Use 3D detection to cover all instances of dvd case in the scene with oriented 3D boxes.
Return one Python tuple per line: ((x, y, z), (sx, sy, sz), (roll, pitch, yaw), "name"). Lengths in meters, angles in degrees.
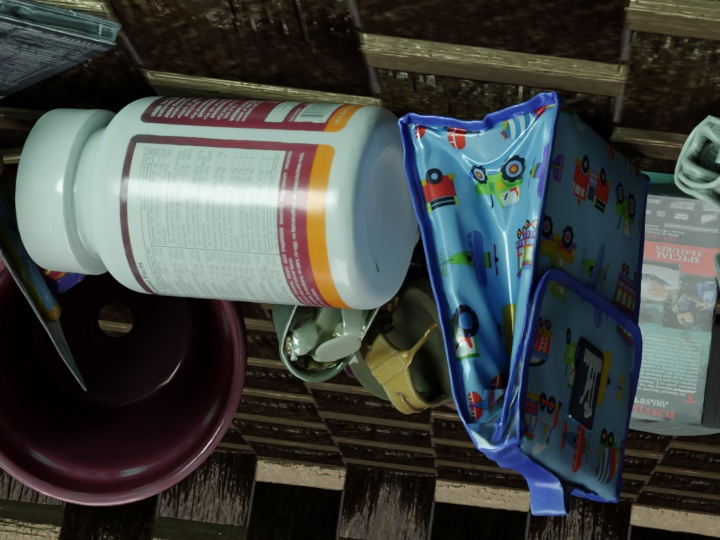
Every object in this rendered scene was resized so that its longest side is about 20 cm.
((0.136, 0.014, 1.552), (0.146, 0.022, 0.200), (6, 137, 8), "dvd case")
((-0.224, -0.121, 1.347), (0.149, 0.016, 0.200), (12, 170, -24), "dvd case")

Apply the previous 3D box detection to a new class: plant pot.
((-0.177, 0.051, 1.863), (0.200, 0.200, 0.179), (8, -174, -3), "plant pot")

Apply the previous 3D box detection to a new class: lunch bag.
((0.089, 0.029, 1.380), (0.094, 0.200, 0.151), (-8, 163, 22), "lunch bag")

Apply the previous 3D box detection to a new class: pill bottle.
((-0.077, -0.039, 1.438), (0.200, 0.110, 0.110), (4, 170, 22), "pill bottle")

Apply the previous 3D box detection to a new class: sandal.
((0.025, 0.054, 1.616), (0.054, 0.080, 0.200), (-32, -177, -21), "sandal")

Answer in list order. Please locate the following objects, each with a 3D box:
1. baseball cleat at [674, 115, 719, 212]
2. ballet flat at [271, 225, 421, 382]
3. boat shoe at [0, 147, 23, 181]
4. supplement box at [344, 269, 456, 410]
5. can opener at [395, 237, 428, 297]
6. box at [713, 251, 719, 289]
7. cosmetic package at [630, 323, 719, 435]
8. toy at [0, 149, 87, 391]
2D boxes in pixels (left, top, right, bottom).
((0.220, -0.043, 1.365), (0.106, 0.070, 0.200), (25, 176, 16), "baseball cleat")
((0.000, 0.000, 1.527), (0.067, 0.064, 0.200), (4, 146, -18), "ballet flat")
((-0.160, -0.039, 1.615), (0.200, 0.074, 0.069), (3, 175, 31), "boat shoe")
((0.109, 0.034, 1.740), (0.200, 0.103, 0.131), (-1, 167, 38), "supplement box")
((-0.006, -0.038, 1.597), (0.053, 0.067, 0.200), (2, 156, 31), "can opener")
((0.292, -0.013, 1.255), (0.200, 0.050, 0.158), (-30, 149, 32), "box")
((0.162, 0.067, 1.950), (0.200, 0.090, 0.107), (7, 174, -16), "cosmetic package")
((-0.190, -0.027, 1.520), (0.047, 0.115, 0.200), (-27, 149, 1), "toy")
